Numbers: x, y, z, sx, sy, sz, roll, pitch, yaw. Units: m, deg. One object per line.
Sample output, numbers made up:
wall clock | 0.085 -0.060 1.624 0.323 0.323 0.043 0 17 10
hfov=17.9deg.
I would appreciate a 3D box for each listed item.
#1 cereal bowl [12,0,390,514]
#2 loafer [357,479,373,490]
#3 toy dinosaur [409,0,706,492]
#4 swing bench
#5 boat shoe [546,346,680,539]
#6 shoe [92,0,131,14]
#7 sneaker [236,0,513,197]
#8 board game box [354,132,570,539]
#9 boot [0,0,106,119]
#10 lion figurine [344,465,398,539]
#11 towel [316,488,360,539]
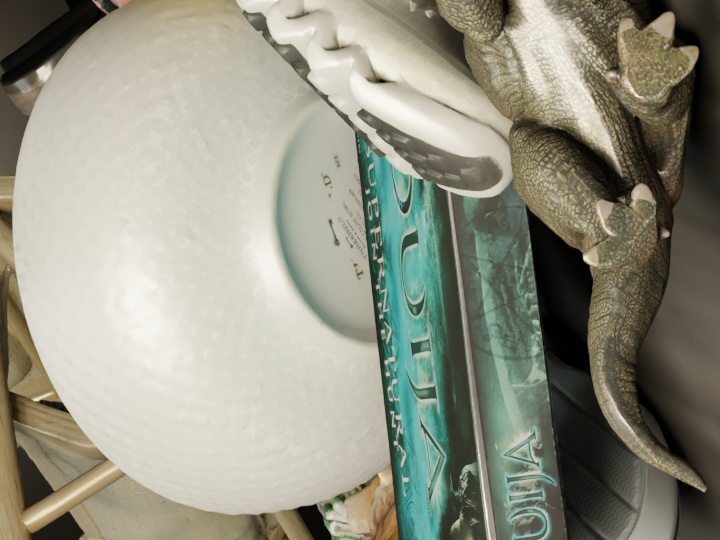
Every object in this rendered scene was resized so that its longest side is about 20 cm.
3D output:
cereal bowl | -0.026 -0.013 0.839 0.083 0.200 0.201 -11 111 47
loafer | 0.047 0.118 0.985 0.201 0.073 0.071 59 -156 -23
toy dinosaur | 0.053 -0.048 0.558 0.201 0.077 0.102 58 -175 2
swing bench | -0.119 0.075 1.041 0.200 0.129 0.199 55 173 32
boat shoe | 0.081 0.075 0.830 0.062 0.072 0.200 44 -174 -19
shoe | -0.090 -0.157 1.044 0.200 0.091 0.072 57 171 42
sneaker | -0.006 -0.102 0.663 0.200 0.081 0.075 53 -176 34
board game box | 0.029 0.011 0.743 0.135 0.028 0.202 154 110 -78
boot | -0.099 -0.044 1.104 0.175 0.069 0.200 54 -170 -14
lion figurine | 0.008 0.133 0.837 0.200 0.072 0.123 -24 -62 -76
towel | 0.029 0.117 1.136 0.148 0.031 0.200 24 -174 -17
